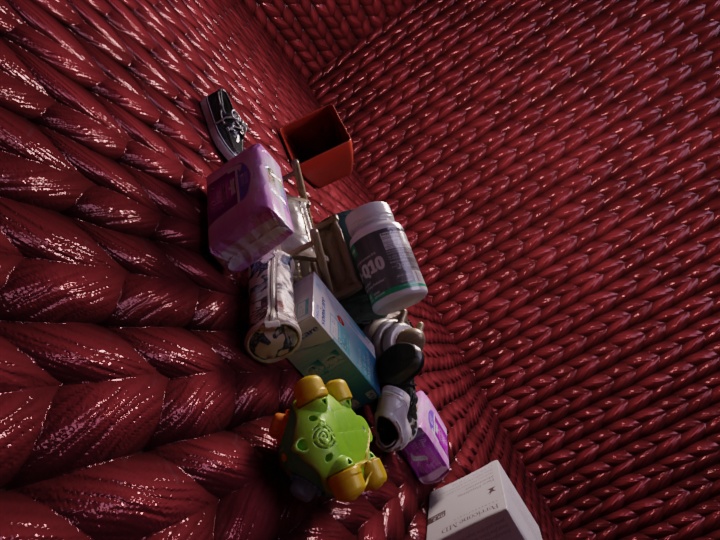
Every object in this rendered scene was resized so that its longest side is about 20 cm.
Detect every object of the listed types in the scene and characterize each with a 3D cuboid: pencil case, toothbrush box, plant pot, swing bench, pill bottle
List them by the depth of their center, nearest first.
[{"bbox_3d":[-0.132,0.046,0.763,0.200,0.078,0.090,-105,-172,-54],"label":"pencil case"},{"bbox_3d":[-0.056,0.125,0.877,0.200,0.085,0.147,52,14,-24],"label":"toothbrush box"},{"bbox_3d":[-0.110,-0.058,0.968,0.200,0.130,0.199,52,14,-50],"label":"swing bench"},{"bbox_3d":[0.045,-0.025,0.999,0.113,0.113,0.200,32,35,-66],"label":"pill bottle"},{"bbox_3d":[0.000,0.000,1.136,0.200,0.200,0.197,42,31,-56],"label":"plant pot"},{"bbox_3d":[-0.129,-0.397,1.723,0.176,0.199,0.200,63,3,-56],"label":"plant pot"}]

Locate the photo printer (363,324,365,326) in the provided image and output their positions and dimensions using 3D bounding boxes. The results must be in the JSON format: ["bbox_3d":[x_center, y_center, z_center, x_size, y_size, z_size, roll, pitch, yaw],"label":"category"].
[{"bbox_3d":[0.014,0.080,1.344,0.200,0.069,0.167,49,13,-40],"label":"photo printer"}]

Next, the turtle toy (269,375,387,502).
[{"bbox_3d":[-0.042,0.219,0.642,0.146,0.101,0.200,64,11,23],"label":"turtle toy"}]

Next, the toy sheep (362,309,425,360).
[{"bbox_3d":[0.054,0.157,1.032,0.138,0.200,0.138,16,61,-32],"label":"toy sheep"}]

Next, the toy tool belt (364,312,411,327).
[{"bbox_3d":[0.061,0.152,1.224,0.200,0.125,0.123,54,5,-35],"label":"toy tool belt"}]

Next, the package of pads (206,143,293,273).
[{"bbox_3d":[-0.179,-0.101,0.807,0.076,0.120,0.200,49,15,-42],"label":"package of pads"}]

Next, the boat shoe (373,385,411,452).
[{"bbox_3d":[0.053,0.281,0.904,0.200,0.072,0.069,96,20,-50],"label":"boat shoe"}]

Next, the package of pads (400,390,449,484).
[{"bbox_3d":[0.137,0.360,1.122,0.121,0.076,0.200,57,11,-4],"label":"package of pads"}]

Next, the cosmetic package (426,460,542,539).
[{"bbox_3d":[0.233,0.495,0.949,0.165,0.165,0.200,59,10,3],"label":"cosmetic package"}]

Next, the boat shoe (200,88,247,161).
[{"bbox_3d":[-0.279,-0.307,1.095,0.074,0.068,0.200,39,22,-59],"label":"boat shoe"}]

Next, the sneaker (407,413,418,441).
[{"bbox_3d":[0.070,0.271,1.065,0.080,0.077,0.200,63,0,-44],"label":"sneaker"}]

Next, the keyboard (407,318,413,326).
[{"bbox_3d":[0.080,0.064,1.360,0.200,0.040,0.104,54,4,20],"label":"keyboard"}]

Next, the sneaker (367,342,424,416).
[{"bbox_3d":[0.078,0.200,0.925,0.114,0.200,0.076,23,45,-16],"label":"sneaker"}]
